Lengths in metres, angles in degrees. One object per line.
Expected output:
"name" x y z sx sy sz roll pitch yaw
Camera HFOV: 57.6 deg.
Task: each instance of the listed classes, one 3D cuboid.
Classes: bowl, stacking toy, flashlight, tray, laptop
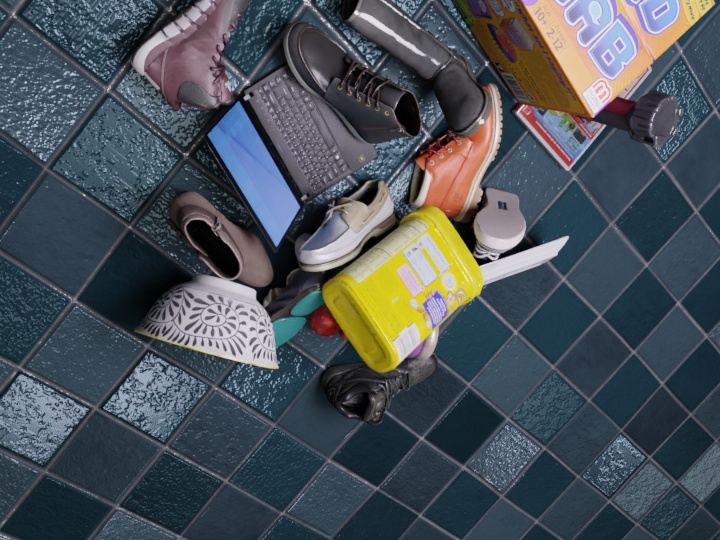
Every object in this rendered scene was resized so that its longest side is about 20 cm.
"bowl" -0.193 0.062 0.882 0.197 0.200 0.096 19 81 -24
"stacking toy" 0.018 0.082 1.007 0.196 0.086 0.087 12 108 -17
"flashlight" 0.354 -0.230 0.898 0.068 0.200 0.068 -39 117 0
"tray" 0.224 -0.002 1.026 0.196 0.107 0.023 -19 81 -11
"laptop" -0.081 -0.162 0.854 0.198 0.103 0.179 -32 118 -4

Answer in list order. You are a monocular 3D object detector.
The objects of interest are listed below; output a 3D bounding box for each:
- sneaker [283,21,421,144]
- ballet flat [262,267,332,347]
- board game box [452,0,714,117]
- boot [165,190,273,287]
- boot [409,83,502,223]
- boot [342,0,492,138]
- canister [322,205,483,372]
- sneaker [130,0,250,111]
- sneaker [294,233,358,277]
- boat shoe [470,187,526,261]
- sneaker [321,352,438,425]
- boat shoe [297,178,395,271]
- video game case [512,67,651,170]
"sneaker" -0.003 -0.243 0.832 0.199 0.105 0.076 39 72 -35
"ballet flat" -0.100 0.045 0.943 0.072 0.074 0.200 22 139 -24
"board game box" 0.267 -0.348 0.831 0.199 0.200 0.200 -41 113 3
"boot" -0.174 -0.024 0.855 0.070 0.146 0.200 -44 118 2
"boot" 0.135 -0.173 0.943 0.105 0.075 0.204 9 109 -16
"boot" 0.069 -0.273 0.828 0.199 0.184 0.072 33 117 -34
"canister" 0.059 0.022 0.887 0.199 0.086 0.150 -37 93 -35
"sneaker" -0.169 -0.269 0.794 0.198 0.076 0.116 -34 111 9
"sneaker" 0.000 0.000 0.967 0.199 0.076 0.114 42 55 0
"boat shoe" 0.194 -0.045 0.952 0.073 0.200 0.095 16 117 10
"sneaker" 0.044 0.185 1.036 0.195 0.114 0.078 -10 117 -17
"boat shoe" -0.021 -0.065 0.894 0.200 0.073 0.070 -41 128 -48
"video game case" 0.339 -0.275 0.998 0.142 0.017 0.201 37 96 -28
